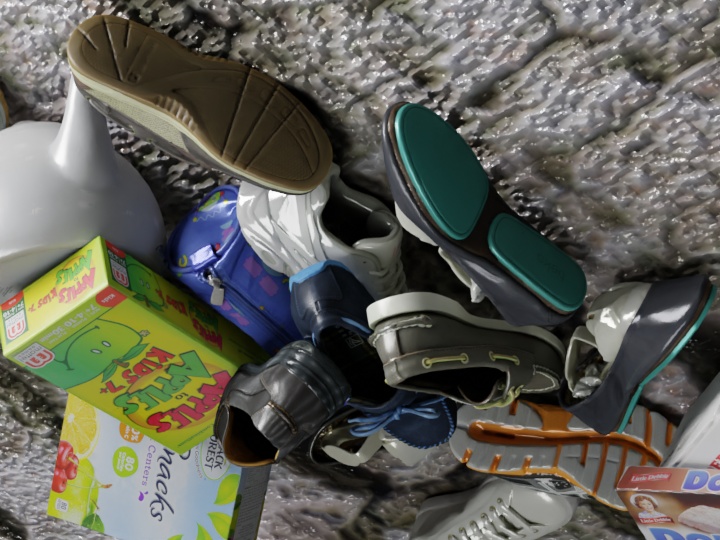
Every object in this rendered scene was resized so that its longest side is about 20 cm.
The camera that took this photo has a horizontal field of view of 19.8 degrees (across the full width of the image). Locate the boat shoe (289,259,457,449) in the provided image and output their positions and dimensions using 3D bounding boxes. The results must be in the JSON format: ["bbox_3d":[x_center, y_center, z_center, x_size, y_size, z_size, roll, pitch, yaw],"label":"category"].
[{"bbox_3d":[0.006,0.078,1.469,0.084,0.069,0.200,-33,131,17],"label":"boat shoe"}]

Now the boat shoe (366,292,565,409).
[{"bbox_3d":[0.079,0.066,1.448,0.072,0.061,0.201,-22,154,34],"label":"boat shoe"}]

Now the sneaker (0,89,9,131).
[{"bbox_3d":[-0.349,-0.151,1.530,0.075,0.088,0.200,-13,130,44],"label":"sneaker"}]

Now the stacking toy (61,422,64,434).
[{"bbox_3d":[-0.145,0.128,1.750,0.146,0.146,0.200,41,127,-19],"label":"stacking toy"}]

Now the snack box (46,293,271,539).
[{"bbox_3d":[-0.152,0.121,1.662,0.168,0.068,0.201,16,101,20],"label":"snack box"}]

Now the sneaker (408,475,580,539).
[{"bbox_3d":[0.104,0.219,1.690,0.073,0.085,0.200,40,144,-13],"label":"sneaker"}]

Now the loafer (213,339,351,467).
[{"bbox_3d":[-0.075,0.108,1.472,0.073,0.072,0.200,44,154,1],"label":"loafer"}]

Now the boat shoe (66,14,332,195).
[{"bbox_3d":[-0.111,-0.110,1.429,0.200,0.073,0.065,31,158,4],"label":"boat shoe"}]

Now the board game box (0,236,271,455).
[{"bbox_3d":[-0.161,0.059,1.522,0.101,0.048,0.200,-33,138,19],"label":"board game box"}]

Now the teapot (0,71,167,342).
[{"bbox_3d":[-0.245,-0.043,1.550,0.199,0.147,0.197,-18,155,7],"label":"teapot"}]

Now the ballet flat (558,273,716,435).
[{"bbox_3d":[0.181,0.053,1.421,0.073,0.073,0.200,27,149,3],"label":"ballet flat"}]

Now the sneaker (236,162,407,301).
[{"bbox_3d":[0.000,0.000,1.481,0.099,0.078,0.200,-13,130,41],"label":"sneaker"}]

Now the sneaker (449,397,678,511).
[{"bbox_3d":[0.170,0.138,1.551,0.199,0.079,0.077,12,166,22],"label":"sneaker"}]

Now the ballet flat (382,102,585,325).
[{"bbox_3d":[0.067,-0.030,1.380,0.200,0.073,0.073,43,145,-24],"label":"ballet flat"}]

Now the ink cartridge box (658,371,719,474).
[{"bbox_3d":[0.320,0.146,1.423,0.199,0.085,0.145,28,147,2],"label":"ink cartridge box"}]

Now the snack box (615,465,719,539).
[{"bbox_3d":[0.273,0.164,1.382,0.199,0.024,0.072,-2,137,39],"label":"snack box"}]

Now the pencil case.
[{"bbox_3d":[-0.061,0.025,1.541,0.078,0.087,0.200,-25,126,28],"label":"pencil case"}]

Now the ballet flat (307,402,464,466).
[{"bbox_3d":[0.028,0.124,1.631,0.068,0.069,0.200,43,144,-20],"label":"ballet flat"}]
